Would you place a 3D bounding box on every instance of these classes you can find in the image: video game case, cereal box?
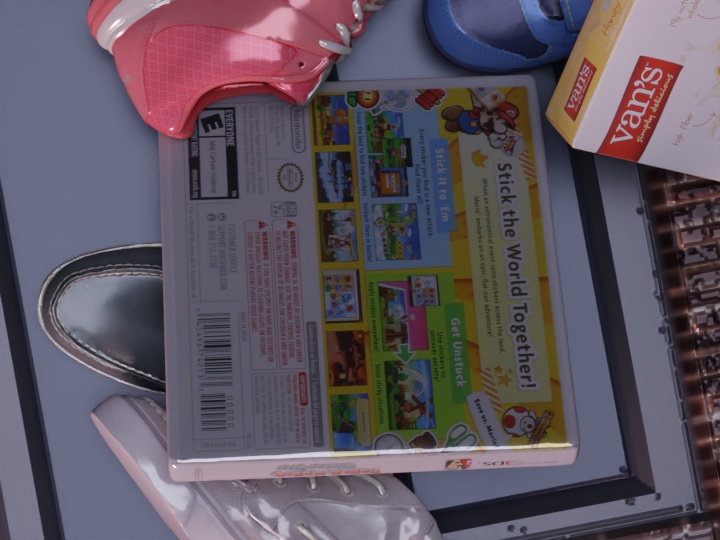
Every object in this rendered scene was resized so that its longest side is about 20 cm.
[{"bbox_3d":[0.000,0.000,1.169,0.182,0.023,0.200,-2,60,-4],"label":"video game case"},{"bbox_3d":[0.199,-0.106,1.160,0.200,0.040,0.144,10,115,-26],"label":"cereal box"}]

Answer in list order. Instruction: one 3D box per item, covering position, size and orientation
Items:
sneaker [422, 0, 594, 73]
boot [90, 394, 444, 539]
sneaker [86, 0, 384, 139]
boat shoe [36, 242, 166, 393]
[{"bbox_3d":[0.127,-0.143,1.196,0.200,0.082,0.074,-14,91,-3],"label":"sneaker"},{"bbox_3d":[-0.029,0.112,1.190,0.096,0.074,0.200,-43,100,-10],"label":"boot"},{"bbox_3d":[-0.022,-0.121,1.187,0.200,0.074,0.087,-22,79,3],"label":"sneaker"},{"bbox_3d":[-0.053,0.032,1.188,0.200,0.062,0.073,15,90,-2],"label":"boat shoe"}]
